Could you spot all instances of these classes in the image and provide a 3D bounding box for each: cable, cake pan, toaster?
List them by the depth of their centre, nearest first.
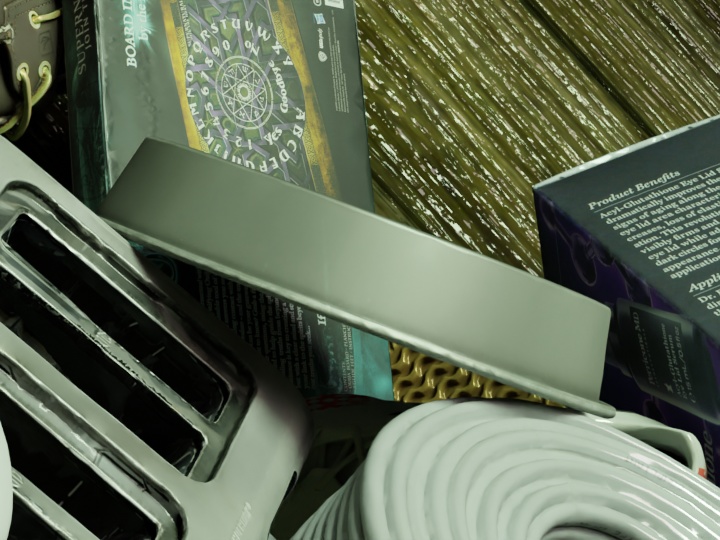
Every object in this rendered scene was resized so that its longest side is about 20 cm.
[{"bbox_3d":[-0.121,0.068,0.674,0.200,0.119,0.181,41,27,-8],"label":"toaster"},{"bbox_3d":[0.072,0.121,0.675,0.199,0.069,0.200,15,32,-31],"label":"cable"},{"bbox_3d":[0.000,0.000,0.785,0.199,0.037,0.200,20,0,0],"label":"cake pan"}]

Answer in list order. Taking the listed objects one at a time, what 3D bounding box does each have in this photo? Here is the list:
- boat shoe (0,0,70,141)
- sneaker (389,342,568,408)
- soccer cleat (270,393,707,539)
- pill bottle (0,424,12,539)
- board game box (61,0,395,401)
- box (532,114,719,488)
[{"bbox_3d":[-0.145,-0.087,0.900,0.059,0.072,0.200,39,23,-5],"label":"boat shoe"},{"bbox_3d":[0.083,0.093,0.930,0.200,0.075,0.090,47,5,33],"label":"sneaker"},{"bbox_3d":[0.029,0.075,0.821,0.199,0.085,0.069,0,78,-3],"label":"soccer cleat"},{"bbox_3d":[-0.173,0.085,0.492,0.111,0.200,0.111,32,31,-22],"label":"pill bottle"},{"bbox_3d":[-0.054,-0.040,0.904,0.135,0.028,0.201,7,70,-38],"label":"board game box"},{"bbox_3d":[0.164,0.049,0.903,0.104,0.149,0.200,-20,31,-16],"label":"box"}]
